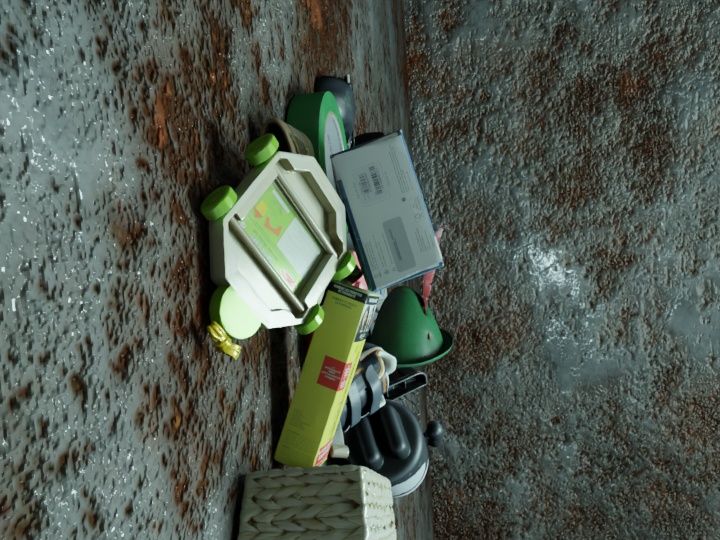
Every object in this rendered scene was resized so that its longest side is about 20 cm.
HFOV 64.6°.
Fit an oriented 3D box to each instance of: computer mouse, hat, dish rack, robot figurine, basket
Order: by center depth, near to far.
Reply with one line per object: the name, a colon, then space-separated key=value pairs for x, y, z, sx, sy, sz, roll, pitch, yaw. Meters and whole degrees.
basket: x=-0.035 y=0.271 z=0.570 sx=0.201 sy=0.131 sz=0.127 roll=66 pitch=19 yaw=-63
robot figurine: x=0.044 y=0.279 z=0.881 sx=0.202 sy=0.146 sz=0.127 roll=71 pitch=38 yaw=-58
hat: x=0.070 y=0.038 z=0.948 sx=0.200 sy=0.160 sz=0.182 roll=-63 pitch=149 yaw=-74
computer mouse: x=-0.029 y=-0.277 z=0.970 sx=0.200 sy=0.051 sz=0.143 roll=-34 pitch=122 yaw=-78
dish rack: x=0.049 y=0.275 z=1.017 sx=0.054 sy=0.150 sz=0.205 roll=37 pitch=-40 yaw=54

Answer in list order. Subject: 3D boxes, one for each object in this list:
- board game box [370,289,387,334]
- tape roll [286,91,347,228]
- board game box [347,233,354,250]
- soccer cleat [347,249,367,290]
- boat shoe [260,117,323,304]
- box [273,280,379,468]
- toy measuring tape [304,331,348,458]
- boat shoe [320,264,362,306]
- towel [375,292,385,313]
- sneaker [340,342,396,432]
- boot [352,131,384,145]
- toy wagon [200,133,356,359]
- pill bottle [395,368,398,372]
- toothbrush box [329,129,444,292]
board game box: x=0.044 y=0.112 z=1.320 sx=0.127 sy=0.033 sz=0.206 roll=-72 pitch=156 yaw=-66
tape roll: x=-0.055 y=-0.142 z=0.800 sx=0.200 sy=0.047 sz=0.207 roll=-3 pitch=90 yaw=-80
board game box: x=0.049 y=-0.052 z=1.070 sx=0.065 sy=0.145 sz=0.200 roll=59 pitch=4 yaw=15
soccer cleat: x=0.000 y=0.000 z=0.915 sx=0.197 sy=0.075 sz=0.069 roll=-9 pitch=89 yaw=-45
boat shoe: x=-0.080 y=-0.055 z=0.598 sx=0.064 sy=0.069 sz=0.207 roll=21 pitch=60 yaw=-70
box: x=-0.036 y=0.116 z=0.642 sx=0.075 sy=0.049 sz=0.205 roll=22 pitch=87 yaw=-79
toy measuring tape: x=-0.032 y=0.127 z=0.723 sx=0.075 sy=0.071 sz=0.204 roll=75 pitch=2 yaw=-49
boat shoe: x=-0.061 y=0.007 z=0.710 sx=0.077 sy=0.071 sz=0.200 roll=55 pitch=17 yaw=1
towel: x=0.058 y=0.094 z=1.116 sx=0.200 sy=0.024 sz=0.147 roll=47 pitch=7 yaw=7
sneaker: x=-0.007 y=0.167 z=0.799 sx=0.201 sy=0.077 sz=0.081 roll=-52 pitch=147 yaw=-54
boot: x=0.015 y=-0.172 z=1.131 sx=0.202 sy=0.071 sz=0.154 roll=-74 pitch=158 yaw=-51
toy wagon: x=-0.081 y=-0.013 z=0.513 sx=0.156 sy=0.039 sz=0.202 roll=55 pitch=51 yaw=-33
pill bottle: x=0.048 y=0.175 z=1.132 sx=0.200 sy=0.101 sz=0.108 roll=13 pitch=74 yaw=-80
toothbrush box: x=0.026 y=-0.059 z=0.676 sx=0.200 sy=0.083 sz=0.151 roll=-155 pitch=-133 yaw=-90
